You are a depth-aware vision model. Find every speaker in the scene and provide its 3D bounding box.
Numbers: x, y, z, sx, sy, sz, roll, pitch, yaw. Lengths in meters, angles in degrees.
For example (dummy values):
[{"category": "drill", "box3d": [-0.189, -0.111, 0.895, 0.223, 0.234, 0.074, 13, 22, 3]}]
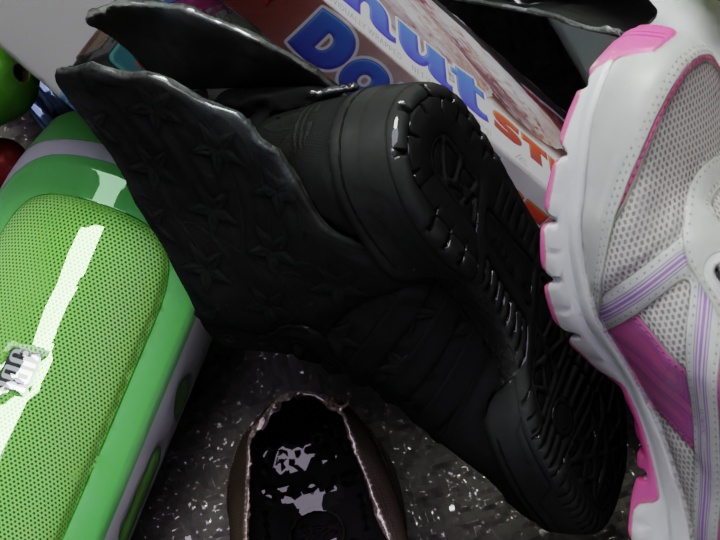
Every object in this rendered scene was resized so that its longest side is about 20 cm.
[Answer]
[{"category": "speaker", "box3d": [-0.105, 0.050, 0.854, 0.088, 0.089, 0.201, 13, 64, 16]}]

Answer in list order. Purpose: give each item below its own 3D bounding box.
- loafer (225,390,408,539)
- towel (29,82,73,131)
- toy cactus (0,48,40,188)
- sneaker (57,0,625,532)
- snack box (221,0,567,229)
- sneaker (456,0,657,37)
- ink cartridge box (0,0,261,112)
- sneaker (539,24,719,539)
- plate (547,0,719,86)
[{"category": "loafer", "box3d": [-0.011, 0.123, 0.804, 0.073, 0.071, 0.201, -16, 59, 1]}, {"category": "towel", "box3d": [-0.117, -0.144, 0.987, 0.111, 0.049, 0.200, -31, 59, -14]}, {"category": "toy cactus", "box3d": [-0.202, -0.020, 0.921, 0.199, 0.102, 0.166, -6, 78, 3]}, {"category": "sneaker", "box3d": [-0.001, 0.002, 0.786, 0.104, 0.200, 0.060, -4, 43, 32]}, {"category": "snack box", "box3d": [0.015, -0.062, 0.815, 0.024, 0.200, 0.072, -41, 26, 22]}, {"category": "sneaker", "box3d": [0.028, -0.131, 0.874, 0.199, 0.060, 0.104, 26, 30, 28]}, {"category": "ink cartridge box", "box3d": [-0.063, -0.097, 0.854, 0.067, 0.200, 0.116, -43, 14, 25]}, {"category": "sneaker", "box3d": [0.117, 0.022, 0.769, 0.088, 0.201, 0.081, -2, 27, 37]}, {"category": "plate", "box3d": [0.162, -0.105, 0.928, 0.199, 0.032, 0.200, -24, 59, -4]}]
